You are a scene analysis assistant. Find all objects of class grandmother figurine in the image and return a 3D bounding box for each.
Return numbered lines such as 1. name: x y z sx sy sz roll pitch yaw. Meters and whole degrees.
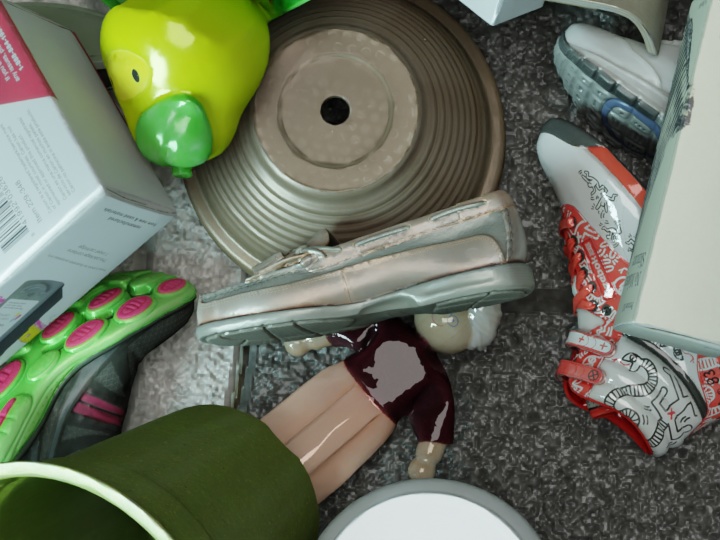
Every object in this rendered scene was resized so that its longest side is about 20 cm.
1. grandmother figurine: 0.007 0.074 1.546 0.200 0.061 0.121 -43 91 -2

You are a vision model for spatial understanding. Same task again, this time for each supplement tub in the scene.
1. supplement tub: 0.039 0.191 1.453 0.144 0.200 0.146 0 81 2

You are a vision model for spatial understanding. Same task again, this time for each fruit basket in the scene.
1. fruit basket: -0.106 -0.166 1.492 0.155 0.215 0.216 39 84 -19

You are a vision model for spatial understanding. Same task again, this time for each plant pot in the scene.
1. plant pot: -0.014 -0.085 1.553 0.199 0.093 0.202 -1 82 4
2. plant pot: -0.115 0.164 1.443 0.199 0.190 0.201 10 112 25

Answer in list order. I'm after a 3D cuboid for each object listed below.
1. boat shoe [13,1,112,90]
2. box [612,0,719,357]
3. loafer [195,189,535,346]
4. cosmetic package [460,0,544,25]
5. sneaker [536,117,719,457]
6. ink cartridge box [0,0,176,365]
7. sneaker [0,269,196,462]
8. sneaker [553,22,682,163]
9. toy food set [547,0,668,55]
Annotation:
1. boat shoe: -0.233 -0.120 1.585 0.200 0.072 0.061 -1 125 -9
2. box: 0.202 -0.056 1.478 0.068 0.082 0.201 15 84 -1
3. loafer: 0.000 0.000 1.509 0.199 0.072 0.063 -9 80 10
4. cosmetic package: 0.041 -0.257 1.476 0.052 0.151 0.200 -22 54 -42
5. sneaker: 0.144 0.013 1.543 0.108 0.067 0.202 -39 84 -6
6. ink cartridge box: -0.225 -0.034 1.503 0.200 0.085 0.148 -39 66 19
7. sneaker: -0.172 0.078 1.552 0.200 0.084 0.077 -46 40 -17
8. sneaker: 0.210 -0.101 1.565 0.199 0.075 0.087 26 73 -1
9. toy food set: 0.092 -0.205 1.571 0.199 0.061 0.144 10 56 7
